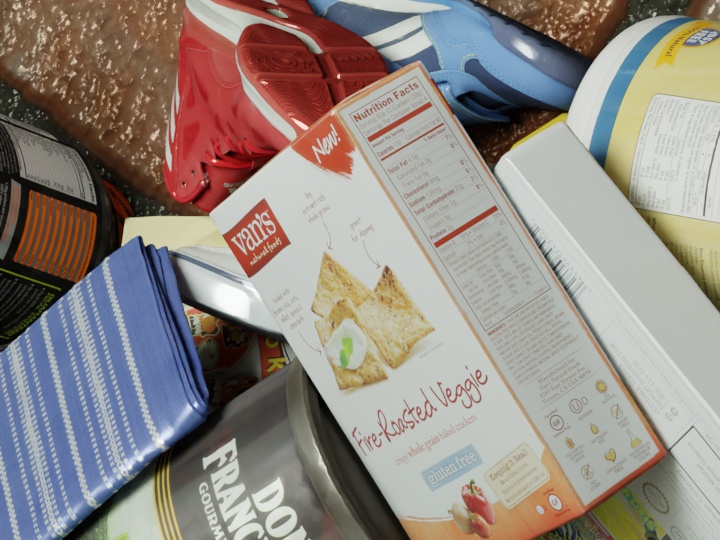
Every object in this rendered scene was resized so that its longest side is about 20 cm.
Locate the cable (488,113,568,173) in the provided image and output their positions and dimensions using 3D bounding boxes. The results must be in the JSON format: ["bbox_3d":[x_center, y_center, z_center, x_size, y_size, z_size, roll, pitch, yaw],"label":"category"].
[{"bbox_3d":[0.049,-0.016,1.417,0.199,0.050,0.098,-18,62,-4],"label":"cable"}]

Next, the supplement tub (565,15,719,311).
[{"bbox_3d":[0.201,-0.031,1.310,0.199,0.144,0.146,11,84,36],"label":"supplement tub"}]

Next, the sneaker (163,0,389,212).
[{"bbox_3d":[-0.043,-0.067,1.476,0.200,0.078,0.116,-120,36,-57],"label":"sneaker"}]

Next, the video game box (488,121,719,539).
[{"bbox_3d":[0.104,0.061,1.316,0.200,0.047,0.182,52,145,10],"label":"video game box"}]

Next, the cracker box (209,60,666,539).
[{"bbox_3d":[0.030,0.026,1.293,0.201,0.058,0.134,58,148,3],"label":"cracker box"}]

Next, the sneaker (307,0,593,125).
[{"bbox_3d":[0.036,-0.096,1.492,0.199,0.074,0.083,15,85,46],"label":"sneaker"}]

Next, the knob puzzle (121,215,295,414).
[{"bbox_3d":[-0.035,0.063,1.513,0.218,0.030,0.221,-5,76,19],"label":"knob puzzle"}]

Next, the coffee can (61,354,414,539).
[{"bbox_3d":[-0.057,0.145,1.404,0.199,0.146,0.147,-34,60,21],"label":"coffee can"}]

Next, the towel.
[{"bbox_3d":[-0.156,0.085,1.428,0.200,0.024,0.145,-41,36,14],"label":"towel"}]

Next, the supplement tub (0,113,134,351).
[{"bbox_3d":[-0.215,-0.028,1.567,0.122,0.200,0.123,-11,70,33],"label":"supplement tub"}]

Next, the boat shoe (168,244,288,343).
[{"bbox_3d":[0.000,-0.001,1.458,0.201,0.075,0.087,14,83,19],"label":"boat shoe"}]
